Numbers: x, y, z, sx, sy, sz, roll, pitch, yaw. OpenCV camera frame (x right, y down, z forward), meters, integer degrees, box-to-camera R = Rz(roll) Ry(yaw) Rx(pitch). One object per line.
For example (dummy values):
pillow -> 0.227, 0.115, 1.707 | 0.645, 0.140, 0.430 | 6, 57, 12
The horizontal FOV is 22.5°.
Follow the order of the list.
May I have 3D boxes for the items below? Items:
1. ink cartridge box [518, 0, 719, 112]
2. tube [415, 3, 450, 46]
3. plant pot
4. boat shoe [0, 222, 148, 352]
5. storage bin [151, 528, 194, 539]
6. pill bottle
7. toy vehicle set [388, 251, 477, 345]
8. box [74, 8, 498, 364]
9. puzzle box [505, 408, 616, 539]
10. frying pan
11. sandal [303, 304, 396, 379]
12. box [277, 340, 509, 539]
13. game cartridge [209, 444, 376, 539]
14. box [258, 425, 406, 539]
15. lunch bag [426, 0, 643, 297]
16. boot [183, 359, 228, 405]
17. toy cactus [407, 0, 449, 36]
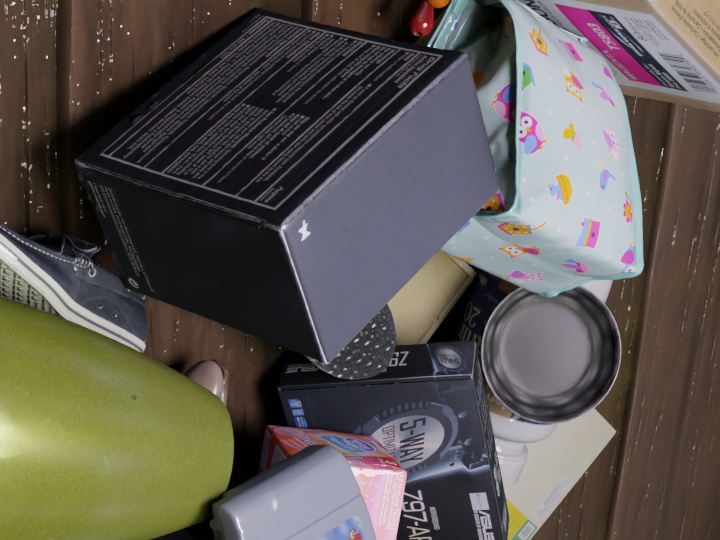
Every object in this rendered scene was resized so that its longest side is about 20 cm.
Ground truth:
ink cartridge box -> 0.222, -0.202, 1.408 | 0.200, 0.164, 0.076 | 33, 79, -43
tube -> 0.115, -0.143, 1.447 | 0.200, 0.052, 0.058 | 50, 36, -39
plant pot -> -0.194, 0.117, 1.232 | 0.199, 0.187, 0.189 | 9, 108, -33
boat shoe -> -0.214, 0.003, 1.249 | 0.200, 0.074, 0.063 | 38, 59, -50
storage bin -> -0.176, 0.288, 1.339 | 0.145, 0.135, 0.200 | 1, 134, -50
pill bottle -> 0.129, 0.075, 1.534 | 0.110, 0.111, 0.202 | 7, 109, -40
toy vehicle set -> 0.000, 0.000, 1.448 | 0.125, 0.026, 0.200 | -51, 134, -3
box -> -0.047, -0.063, 1.225 | 0.200, 0.197, 0.124 | -44, 133, -30
puzzle box -> 0.139, 0.190, 1.665 | 0.200, 0.025, 0.133 | -50, 134, -4
frying pan -> 0.141, 0.028, 1.446 | 0.114, 0.031, 0.192 | -16, 94, -4
sandal -> -0.053, 0.016, 1.370 | 0.200, 0.048, 0.076 | 31, 95, -29
box -> 0.031, 0.151, 1.481 | 0.159, 0.044, 0.201 | -4, 127, 12
game cartridge -> -0.037, 0.235, 1.292 | 0.133, 0.041, 0.202 | -24, 109, -41
box -> -0.035, 0.231, 1.397 | 0.094, 0.103, 0.202 | 7, 98, -15
lunch bag -> 0.124, -0.102, 1.355 | 0.170, 0.121, 0.202 | 21, 63, -44
boot -> -0.196, 0.147, 1.347 | 0.145, 0.070, 0.201 | 15, 103, -40
toy cactus -> 0.036, -0.282, 1.292 | 0.166, 0.102, 0.200 | -58, 135, -23
